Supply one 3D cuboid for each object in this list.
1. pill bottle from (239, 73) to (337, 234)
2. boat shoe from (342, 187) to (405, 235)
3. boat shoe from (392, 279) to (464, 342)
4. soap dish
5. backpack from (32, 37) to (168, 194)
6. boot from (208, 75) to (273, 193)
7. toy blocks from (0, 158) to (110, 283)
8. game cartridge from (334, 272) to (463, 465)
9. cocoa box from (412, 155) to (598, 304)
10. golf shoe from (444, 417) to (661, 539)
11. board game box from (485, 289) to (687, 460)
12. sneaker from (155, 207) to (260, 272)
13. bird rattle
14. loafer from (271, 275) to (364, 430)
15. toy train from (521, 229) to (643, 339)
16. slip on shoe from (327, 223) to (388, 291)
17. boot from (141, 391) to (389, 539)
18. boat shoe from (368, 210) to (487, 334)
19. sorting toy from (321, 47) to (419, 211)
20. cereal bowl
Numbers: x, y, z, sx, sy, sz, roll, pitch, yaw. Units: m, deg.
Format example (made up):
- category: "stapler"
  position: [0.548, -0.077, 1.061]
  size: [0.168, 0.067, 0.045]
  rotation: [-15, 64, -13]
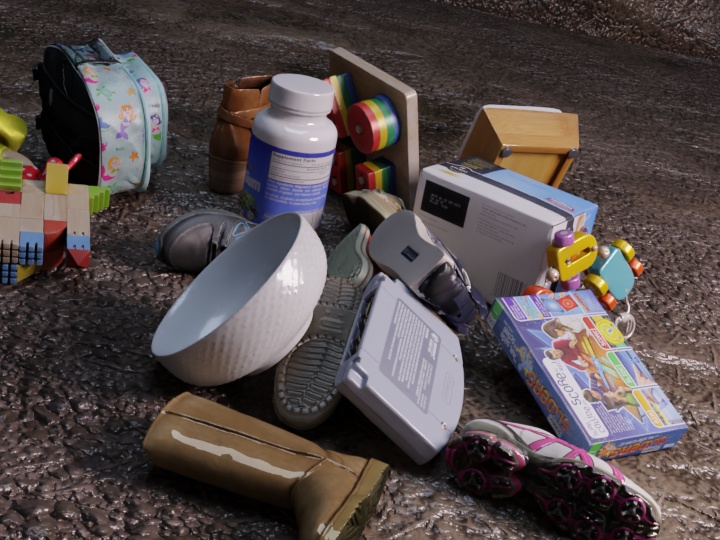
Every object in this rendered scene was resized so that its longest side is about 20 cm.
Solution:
- category: "pill bottle"
  position: [-0.090, -0.143, 1.402]
  size: [0.110, 0.203, 0.112]
  rotation: [9, 24, -4]
- category: "boat shoe"
  position: [0.030, -0.074, 1.421]
  size: [0.064, 0.073, 0.200]
  rotation: [-18, 15, -11]
- category: "boat shoe"
  position: [0.081, 0.016, 1.300]
  size: [0.073, 0.067, 0.201]
  rotation: [4, 26, -17]
- category: "soap dish"
  position: [0.209, -0.135, 1.543]
  size: [0.155, 0.201, 0.082]
  rotation: [-1, 45, -25]
- category: "backpack"
  position: [-0.335, -0.194, 1.435]
  size: [0.149, 0.180, 0.200]
  rotation: [-9, 35, -28]
- category: "boot"
  position: [-0.146, -0.206, 1.566]
  size: [0.076, 0.157, 0.199]
  rotation: [25, 28, 30]
- category: "toy blocks"
  position: [-0.379, -0.042, 1.212]
  size: [0.197, 0.101, 0.138]
  rotation: [4, 37, -18]
- category: "game cartridge"
  position: [0.045, 0.096, 1.072]
  size: [0.133, 0.040, 0.201]
  rotation: [41, 28, -11]
- category: "cocoa box"
  position: [0.178, -0.047, 1.396]
  size: [0.198, 0.135, 0.131]
  rotation: [26, 27, 30]
- category: "golf shoe"
  position: [0.181, 0.181, 0.987]
  size: [0.198, 0.074, 0.092]
  rotation: [22, 25, 22]
- category: "board game box"
  position: [0.234, 0.106, 1.147]
  size: [0.134, 0.035, 0.201]
  rotation: [-3, 46, -29]
- category: "sneaker"
  position: [-0.140, -0.025, 1.283]
  size: [0.197, 0.074, 0.082]
  rotation: [-2, 28, -26]
- category: "bird rattle"
  position: [-0.445, -0.109, 1.346]
  size: [0.162, 0.114, 0.200]
  rotation: [-27, 57, -37]
- category: "loafer"
  position: [-0.038, 0.091, 1.095]
  size: [0.075, 0.069, 0.201]
  rotation: [14, 41, 6]
- category: "toy train"
  position: [0.247, 0.025, 1.288]
  size: [0.198, 0.153, 0.055]
  rotation: [3, 13, -37]
- category: "slip on shoe"
  position: [0.000, 0.000, 1.317]
  size: [0.061, 0.074, 0.200]
  rotation: [42, 11, -18]
- category: "boot"
  position: [-0.090, 0.175, 0.898]
  size: [0.197, 0.067, 0.175]
  rotation: [18, 13, 11]
- category: "boat shoe"
  position: [0.074, 0.004, 1.226]
  size: [0.093, 0.074, 0.200]
  rotation: [47, 5, -25]
- category: "sorting toy"
  position: [-0.001, -0.187, 1.556]
  size: [0.069, 0.201, 0.200]
  rotation: [-21, 37, -25]
- category: "cereal bowl"
  position: [-0.106, 0.039, 1.069]
  size: [0.083, 0.199, 0.201]
  rotation: [47, 15, -20]
